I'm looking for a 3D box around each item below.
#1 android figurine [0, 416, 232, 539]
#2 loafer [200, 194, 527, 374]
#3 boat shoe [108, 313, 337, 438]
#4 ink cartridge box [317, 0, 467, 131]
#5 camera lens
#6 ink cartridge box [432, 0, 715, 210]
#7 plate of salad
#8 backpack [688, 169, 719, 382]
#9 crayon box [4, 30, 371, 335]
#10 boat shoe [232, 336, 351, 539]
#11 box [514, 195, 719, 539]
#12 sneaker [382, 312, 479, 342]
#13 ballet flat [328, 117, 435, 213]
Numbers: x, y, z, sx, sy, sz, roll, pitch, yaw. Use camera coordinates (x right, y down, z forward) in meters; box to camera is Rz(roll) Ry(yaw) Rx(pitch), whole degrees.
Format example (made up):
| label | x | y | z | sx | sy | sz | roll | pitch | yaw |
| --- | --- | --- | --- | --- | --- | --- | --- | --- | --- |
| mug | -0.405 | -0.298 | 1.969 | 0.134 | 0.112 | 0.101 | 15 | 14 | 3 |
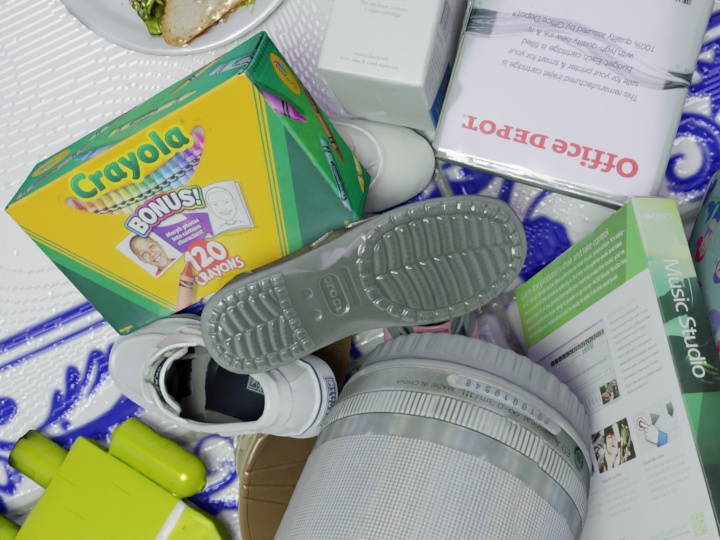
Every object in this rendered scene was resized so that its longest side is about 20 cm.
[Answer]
| label | x | y | z | sx | sy | sz | roll | pitch | yaw |
| --- | --- | --- | --- | --- | --- | --- | --- | --- | --- |
| android figurine | -0.171 | 0.197 | 0.798 | 0.200 | 0.041 | 0.182 | 31 | 83 | 15 |
| loafer | 0.000 | 0.000 | 0.700 | 0.200 | 0.070 | 0.075 | -16 | 105 | -7 |
| boat shoe | -0.106 | 0.065 | 0.751 | 0.200 | 0.065 | 0.074 | 1 | 87 | 41 |
| ink cartridge box | 0.035 | -0.201 | 0.743 | 0.067 | 0.116 | 0.200 | 12 | 85 | 10 |
| camera lens | 0.035 | 0.155 | 0.648 | 0.160 | 0.160 | 0.200 | 21 | 55 | 5 |
| ink cartridge box | 0.140 | -0.148 | 0.755 | 0.146 | 0.083 | 0.200 | 17 | 92 | 5 |
| plate of salad | -0.131 | -0.248 | 0.801 | 0.200 | 0.048 | 0.200 | 0 | 91 | 7 |
| backpack | 0.272 | 0.031 | 0.691 | 0.150 | 0.178 | 0.200 | 11 | 95 | -10 |
| crayon box | -0.109 | -0.049 | 0.743 | 0.200 | 0.058 | 0.119 | -25 | 118 | 26 |
| boat shoe | -0.046 | 0.096 | 0.798 | 0.073 | 0.063 | 0.200 | 9 | 95 | -20 |
| box | 0.158 | 0.076 | 0.700 | 0.036 | 0.144 | 0.200 | -1 | 68 | -24 |
| sneaker | 0.047 | 0.061 | 0.769 | 0.070 | 0.082 | 0.200 | -12 | 90 | 3 |
| ballet flat | -0.051 | -0.075 | 0.786 | 0.200 | 0.069 | 0.070 | 6 | 92 | 6 |
